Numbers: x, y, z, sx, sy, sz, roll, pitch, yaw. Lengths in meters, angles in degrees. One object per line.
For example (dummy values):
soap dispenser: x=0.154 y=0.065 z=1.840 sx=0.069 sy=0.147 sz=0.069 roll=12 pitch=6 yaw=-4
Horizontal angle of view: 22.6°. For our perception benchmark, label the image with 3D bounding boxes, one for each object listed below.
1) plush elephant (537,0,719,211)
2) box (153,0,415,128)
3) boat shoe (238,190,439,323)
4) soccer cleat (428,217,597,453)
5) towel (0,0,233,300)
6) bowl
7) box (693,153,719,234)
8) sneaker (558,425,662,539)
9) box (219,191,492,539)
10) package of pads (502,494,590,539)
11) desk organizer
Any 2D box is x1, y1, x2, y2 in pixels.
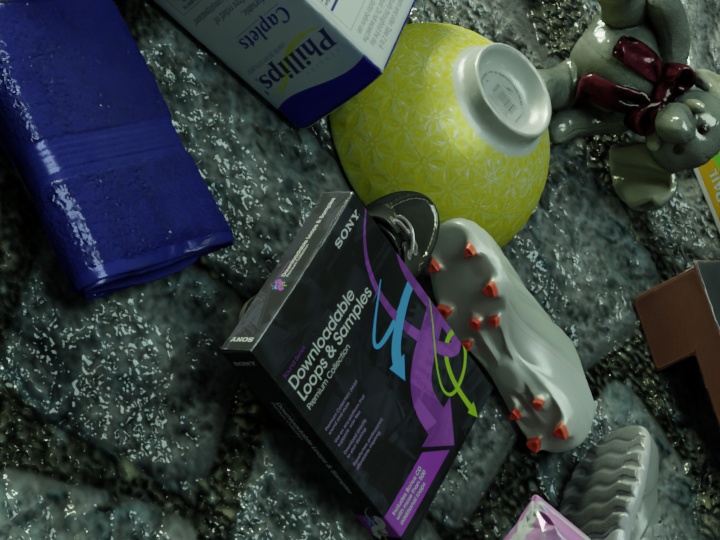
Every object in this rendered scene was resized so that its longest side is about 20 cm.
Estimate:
plush elephant: x=0.246 y=-0.143 z=1.521 sx=0.155 sy=0.165 sz=0.200 roll=44 pitch=13 yaw=22
box: x=-0.058 y=-0.242 z=1.335 sx=0.200 sy=0.105 sz=0.185 roll=40 pitch=46 yaw=-18
boat shoe: x=0.000 y=0.000 z=1.264 sx=0.199 sy=0.057 sz=0.067 roll=-36 pitch=98 yaw=-36
soccer cleat: x=0.115 y=0.045 z=1.369 sx=0.201 sy=0.069 sz=0.078 roll=60 pitch=37 yaw=-9
towel: x=-0.179 y=-0.083 z=1.180 sx=0.147 sy=0.049 sz=0.202 roll=-18 pitch=80 yaw=-54
bowl: x=0.084 y=-0.116 z=1.395 sx=0.199 sy=0.107 sz=0.202 roll=22 pitch=55 yaw=-34
box: x=0.394 y=-0.068 z=1.660 sx=0.112 sy=0.101 sz=0.202 roll=-8 pitch=73 yaw=-45
sneaker: x=0.196 y=0.216 z=1.349 sx=0.082 sy=0.074 sz=0.202 roll=30 pitch=61 yaw=-35
box: x=0.003 y=0.067 z=1.211 sx=0.200 sy=0.036 sz=0.144 roll=52 pitch=54 yaw=-30
package of pads: x=0.155 y=0.262 z=1.227 sx=0.200 sy=0.121 sz=0.076 roll=41 pitch=5 yaw=-11
desk organizer: x=0.304 y=0.099 z=1.501 sx=0.071 sy=0.077 sz=0.202 roll=-1 pitch=68 yaw=-43
